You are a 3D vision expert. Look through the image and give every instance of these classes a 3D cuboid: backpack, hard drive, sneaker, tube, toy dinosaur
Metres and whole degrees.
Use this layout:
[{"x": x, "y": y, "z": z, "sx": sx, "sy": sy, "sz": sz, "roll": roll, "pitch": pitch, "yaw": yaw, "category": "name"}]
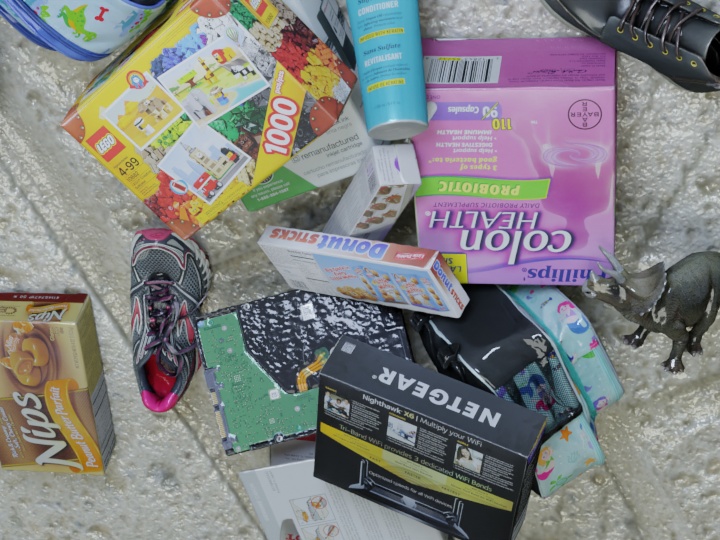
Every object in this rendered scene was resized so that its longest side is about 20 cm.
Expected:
[{"x": -0.232, "y": -0.265, "z": 1.324, "sx": 0.147, "sy": 0.201, "sz": 0.183, "roll": -34, "pitch": 113, "yaw": 28, "category": "backpack"}, {"x": -0.050, "y": 0.087, "z": 1.567, "sx": 0.198, "sy": 0.038, "sz": 0.141, "roll": -16, "pitch": 86, "yaw": 4, "category": "hard drive"}, {"x": 0.235, "y": -0.210, "z": 1.321, "sx": 0.199, "sy": 0.106, "sz": 0.075, "roll": 27, "pitch": 92, "yaw": -16, "category": "sneaker"}, {"x": -0.189, "y": 0.048, "z": 1.606, "sx": 0.080, "sy": 0.075, "sz": 0.201, "roll": 3, "pitch": 124, "yaw": 8, "category": "sneaker"}, {"x": 0.020, "y": -0.210, "z": 1.351, "sx": 0.077, "sy": 0.202, "sz": 0.050, "roll": -10, "pitch": 167, "yaw": 13, "category": "tube"}, {"x": 0.153, "y": 0.103, "z": 1.517, "sx": 0.150, "sy": 0.178, "sz": 0.201, "roll": -28, "pitch": 120, "yaw": -8, "category": "backpack"}, {"x": 0.289, "y": 0.024, "z": 1.442, "sx": 0.199, "sy": 0.077, "sz": 0.103, "roll": -13, "pitch": 130, "yaw": -29, "category": "toy dinosaur"}]

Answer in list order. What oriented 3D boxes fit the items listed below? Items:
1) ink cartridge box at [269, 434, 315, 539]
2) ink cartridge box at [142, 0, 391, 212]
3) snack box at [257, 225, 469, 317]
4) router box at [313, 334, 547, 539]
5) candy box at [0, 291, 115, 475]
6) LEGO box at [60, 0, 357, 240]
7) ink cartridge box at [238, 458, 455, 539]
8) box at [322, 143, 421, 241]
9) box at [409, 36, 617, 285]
[{"x": -0.017, "y": 0.194, "z": 1.668, "sx": 0.144, "sy": 0.083, "sz": 0.201, "roll": 6, "pitch": 125, "yaw": 5, "category": "ink cartridge box"}, {"x": -0.077, "y": -0.171, "z": 1.430, "sx": 0.146, "sy": 0.083, "sz": 0.201, "roll": -19, "pitch": 119, "yaw": 22, "category": "ink cartridge box"}, {"x": 0.000, "y": 0.000, "z": 1.475, "sx": 0.199, "sy": 0.024, "sz": 0.072, "roll": 9, "pitch": 147, "yaw": 38, "category": "snack box"}, {"x": 0.058, "y": 0.158, "z": 1.459, "sx": 0.199, "sy": 0.052, "sz": 0.158, "roll": 22, "pitch": 140, "yaw": 14, "category": "router box"}, {"x": -0.327, "y": 0.118, "z": 1.691, "sx": 0.114, "sy": 0.055, "sz": 0.201, "roll": 2, "pitch": 125, "yaw": 9, "category": "candy box"}, {"x": -0.126, "y": -0.141, "z": 1.358, "sx": 0.149, "sy": 0.077, "sz": 0.200, "roll": 43, "pitch": 126, "yaw": -17, "category": "LEGO box"}, {"x": -0.006, "y": 0.247, "z": 1.625, "sx": 0.172, "sy": 0.044, "sz": 0.201, "roll": -11, "pitch": 121, "yaw": 16, "category": "ink cartridge box"}, {"x": 0.007, "y": -0.055, "z": 1.458, "sx": 0.038, "sy": 0.042, "sz": 0.200, "roll": -4, "pitch": 160, "yaw": -16, "category": "box"}, {"x": 0.137, "y": -0.095, "z": 1.435, "sx": 0.174, "sy": 0.097, "sz": 0.201, "roll": 1, "pitch": 125, "yaw": 9, "category": "box"}]
